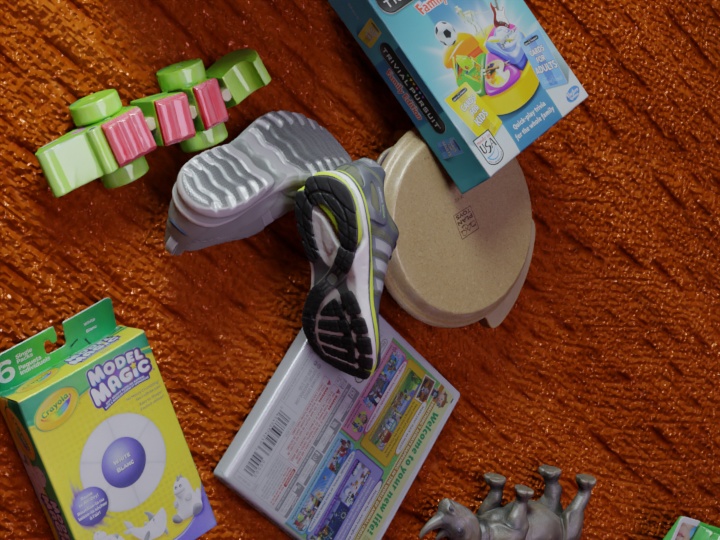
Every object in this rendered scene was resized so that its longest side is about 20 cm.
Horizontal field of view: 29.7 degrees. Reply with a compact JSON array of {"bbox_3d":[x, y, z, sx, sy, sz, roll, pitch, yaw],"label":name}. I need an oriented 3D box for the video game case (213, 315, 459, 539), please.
[{"bbox_3d":[-0.014,0.141,1.184,0.182,0.022,0.201,44,67,-32],"label":"video game case"}]

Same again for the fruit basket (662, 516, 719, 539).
[{"bbox_3d":[0.367,0.377,1.464,0.184,0.093,0.202,23,83,-37],"label":"fruit basket"}]

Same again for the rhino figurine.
[{"bbox_3d":[0.137,0.241,1.288,0.199,0.060,0.088,-1,105,-35],"label":"rhino figurine"}]

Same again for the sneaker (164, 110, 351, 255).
[{"bbox_3d":[-0.087,-0.070,1.089,0.199,0.082,0.075,-23,69,-47],"label":"sneaker"}]

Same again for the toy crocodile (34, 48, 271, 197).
[{"bbox_3d":[-0.154,-0.112,1.026,0.199,0.062,0.068,-29,111,-33],"label":"toy crocodile"}]

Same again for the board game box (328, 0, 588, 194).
[{"bbox_3d":[0.088,-0.191,1.172,0.151,0.047,0.201,-39,96,-34],"label":"board game box"}]

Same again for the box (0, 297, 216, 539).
[{"bbox_3d":[-0.193,0.133,1.026,0.117,0.048,0.201,-31,110,-33],"label":"box"}]

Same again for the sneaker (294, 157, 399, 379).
[{"bbox_3d":[0.000,0.000,1.106,0.081,0.073,0.201,-38,138,-43],"label":"sneaker"}]

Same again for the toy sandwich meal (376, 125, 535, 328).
[{"bbox_3d":[0.077,-0.042,1.217,0.204,0.070,0.207,-2,93,-35],"label":"toy sandwich meal"}]
